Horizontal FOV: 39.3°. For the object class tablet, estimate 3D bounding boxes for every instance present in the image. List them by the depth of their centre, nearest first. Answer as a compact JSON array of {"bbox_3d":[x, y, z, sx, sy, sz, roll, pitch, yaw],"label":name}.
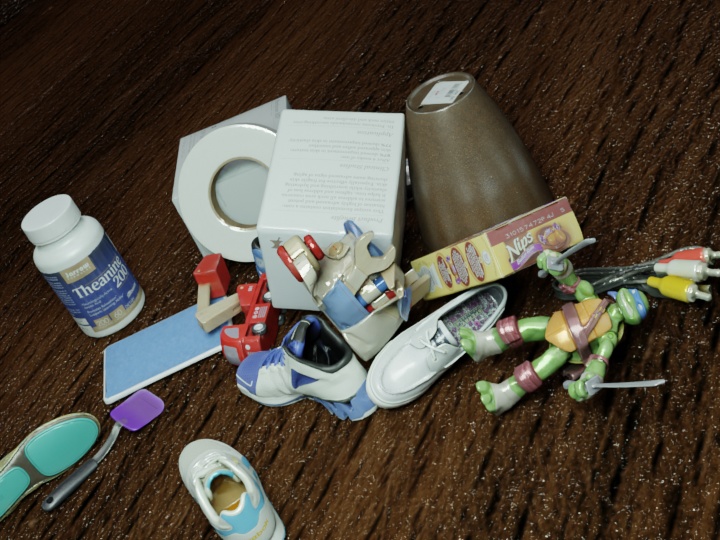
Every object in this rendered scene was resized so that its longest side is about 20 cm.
[{"bbox_3d":[-0.271,0.107,1.414,0.198,0.014,0.131,-25,34,1],"label":"tablet"}]

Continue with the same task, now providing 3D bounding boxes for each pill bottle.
[{"bbox_3d":[-0.412,-0.008,1.492,0.109,0.201,0.112,-18,35,13],"label":"pill bottle"}]

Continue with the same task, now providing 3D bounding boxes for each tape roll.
[{"bbox_3d":[-0.167,-0.115,1.475,0.200,0.205,0.037,-21,9,8],"label":"tape roll"}]

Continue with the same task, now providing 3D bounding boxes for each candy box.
[{"bbox_3d":[0.152,-0.021,1.161,0.115,0.057,0.200,-23,-2,-22],"label":"candy box"}]

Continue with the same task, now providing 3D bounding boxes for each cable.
[{"bbox_3d":[0.314,-0.003,1.134,0.198,0.051,0.097,5,44,37],"label":"cable"}]

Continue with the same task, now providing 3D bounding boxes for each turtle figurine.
[{"bbox_3d":[0.194,0.061,1.030,0.192,0.145,0.200,-29,5,19],"label":"turtle figurine"}]

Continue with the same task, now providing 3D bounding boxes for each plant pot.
[{"bbox_3d":[0.136,-0.148,1.313,0.184,0.202,0.188,-17,35,12],"label":"plant pot"}]

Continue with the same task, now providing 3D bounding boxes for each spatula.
[{"bbox_3d":[-0.330,0.229,1.284,0.056,0.021,0.200,23,59,31],"label":"spatula"}]

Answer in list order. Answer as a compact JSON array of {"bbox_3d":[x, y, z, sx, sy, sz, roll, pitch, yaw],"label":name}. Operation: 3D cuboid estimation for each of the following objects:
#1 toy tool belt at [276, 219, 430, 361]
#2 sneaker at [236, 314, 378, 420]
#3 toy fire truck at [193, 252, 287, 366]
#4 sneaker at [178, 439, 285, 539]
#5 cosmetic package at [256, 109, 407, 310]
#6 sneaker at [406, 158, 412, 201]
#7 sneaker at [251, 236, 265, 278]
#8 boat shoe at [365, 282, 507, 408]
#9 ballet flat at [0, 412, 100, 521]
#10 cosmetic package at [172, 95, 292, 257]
[{"bbox_3d":[0.000,0.000,1.136,0.122,0.200,0.125,-38,46,-1],"label":"toy tool belt"},{"bbox_3d":[-0.070,0.102,1.195,0.197,0.116,0.081,5,43,37],"label":"sneaker"},{"bbox_3d":[-0.173,0.052,1.371,0.139,0.049,0.201,-5,37,14],"label":"toy fire truck"},{"bbox_3d":[-0.151,0.233,1.108,0.076,0.081,0.199,-38,34,-15],"label":"sneaker"},{"bbox_3d":[-0.029,-0.075,1.283,0.165,0.167,0.202,4,54,6],"label":"cosmetic package"},{"bbox_3d":[0.085,-0.134,1.457,0.197,0.072,0.073,-12,61,15],"label":"sneaker"},{"bbox_3d":[-0.063,-0.043,1.406,0.197,0.090,0.079,-20,35,10],"label":"sneaker"},{"bbox_3d":[0.091,0.081,1.143,0.198,0.069,0.072,-30,77,-18],"label":"boat shoe"},{"bbox_3d":[-0.426,0.249,1.290,0.200,0.071,0.070,-41,37,-20],"label":"ballet flat"},{"bbox_3d":[-0.181,-0.153,1.602,0.197,0.124,0.200,-20,35,8],"label":"cosmetic package"}]
